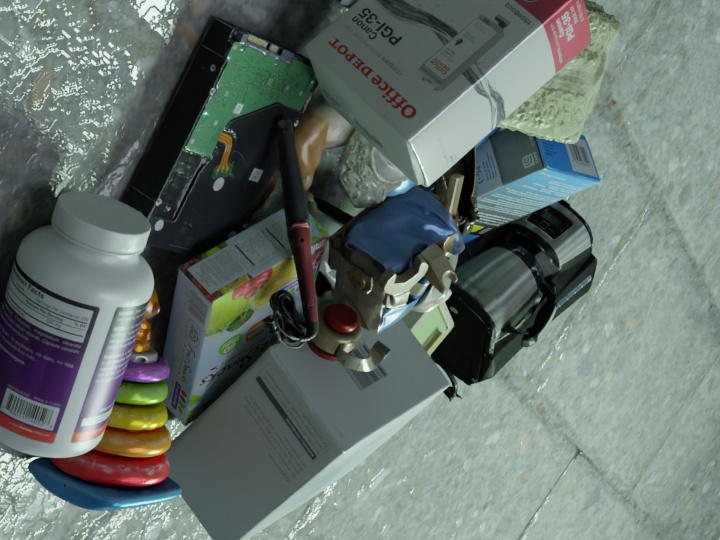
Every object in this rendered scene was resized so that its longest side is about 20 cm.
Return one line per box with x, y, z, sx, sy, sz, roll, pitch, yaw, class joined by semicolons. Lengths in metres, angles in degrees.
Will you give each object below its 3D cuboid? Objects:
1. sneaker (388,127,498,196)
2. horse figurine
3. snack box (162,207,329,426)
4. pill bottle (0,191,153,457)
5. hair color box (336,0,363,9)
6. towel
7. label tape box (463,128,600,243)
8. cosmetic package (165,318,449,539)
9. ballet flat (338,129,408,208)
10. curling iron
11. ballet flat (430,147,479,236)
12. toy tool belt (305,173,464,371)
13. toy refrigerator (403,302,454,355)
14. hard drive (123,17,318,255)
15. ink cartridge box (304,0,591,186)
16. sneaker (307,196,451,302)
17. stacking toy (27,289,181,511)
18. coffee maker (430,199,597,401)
0.076;-0.127;1.640;0.200;0.066;0.079;-32;144;-34;sneaker
-0.028;-0.119;1.494;0.200;0.050;0.133;-31;127;-26;horse figurine
-0.112;0.042;1.481;0.142;0.053;0.200;-30;155;-33;snack box
-0.235;0.043;1.286;0.112;0.112;0.201;-5;122;-54;pill bottle
0.042;-0.271;1.443;0.100;0.061;0.200;-54;151;13;hair color box
0.153;-0.211;1.590;0.199;0.036;0.149;10;106;-18;towel
0.139;-0.091;1.739;0.199;0.064;0.144;-24;164;28;label tape box
-0.055;0.147;1.548;0.200;0.123;0.199;-42;170;35;cosmetic package
0.051;-0.142;1.466;0.200;0.072;0.072;-56;150;-1;ballet flat
-0.060;-0.032;1.394;0.049;0.026;0.201;1;88;-40;curling iron
0.091;-0.116;1.562;0.067;0.046;0.201;-23;128;-23;ballet flat
0.028;-0.011;1.463;0.200;0.125;0.123;-42;165;-47;toy tool belt
0.015;0.103;1.756;0.200;0.070;0.076;-49;149;-15;toy refrigerator
-0.121;-0.109;1.387;0.140;0.038;0.201;12;108;-59;hard drive
0.075;-0.192;1.369;0.200;0.147;0.083;-41;152;-8;ink cartridge box
0.000;0.000;1.605;0.200;0.073;0.085;28;103;-31;sneaker
-0.210;0.105;1.416;0.110;0.116;0.201;-1;105;-56;stacking toy
0.167;0.026;1.879;0.200;0.135;0.192;-38;175;-29;coffee maker
